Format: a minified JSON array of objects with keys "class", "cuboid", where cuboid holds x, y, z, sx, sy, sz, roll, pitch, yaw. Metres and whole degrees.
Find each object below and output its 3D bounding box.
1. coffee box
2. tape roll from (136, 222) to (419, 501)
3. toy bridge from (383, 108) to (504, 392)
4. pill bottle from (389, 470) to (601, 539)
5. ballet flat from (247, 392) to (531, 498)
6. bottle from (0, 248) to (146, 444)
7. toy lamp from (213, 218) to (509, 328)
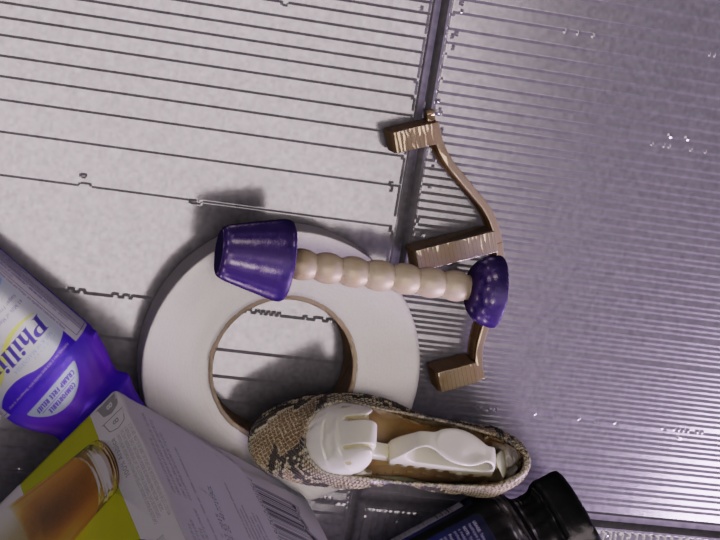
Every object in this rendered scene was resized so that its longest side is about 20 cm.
[{"class":"coffee box","cuboid":[-0.129,0.242,1.188,0.198,0.200,0.200,-43,135,12]},{"class":"tape roll","cuboid":[-0.058,0.067,1.299,0.202,0.037,0.204,-3,103,-12]},{"class":"toy bridge","cuboid":[0.067,-0.017,1.313,0.067,0.027,0.201,-13,104,-12]},{"class":"pill bottle","cuboid":[0.075,0.228,1.324,0.199,0.112,0.112,-28,106,-5]},{"class":"ballet flat","cuboid":[0.025,0.120,1.270,0.199,0.075,0.068,8,78,-13]},{"class":"bottle","cuboid":[-0.216,0.064,1.236,0.200,0.065,0.084,42,97,-9]},{"class":"toy lamp","cuboid":[0.000,0.000,1.251,0.199,0.058,0.059,7,100,-16]}]
